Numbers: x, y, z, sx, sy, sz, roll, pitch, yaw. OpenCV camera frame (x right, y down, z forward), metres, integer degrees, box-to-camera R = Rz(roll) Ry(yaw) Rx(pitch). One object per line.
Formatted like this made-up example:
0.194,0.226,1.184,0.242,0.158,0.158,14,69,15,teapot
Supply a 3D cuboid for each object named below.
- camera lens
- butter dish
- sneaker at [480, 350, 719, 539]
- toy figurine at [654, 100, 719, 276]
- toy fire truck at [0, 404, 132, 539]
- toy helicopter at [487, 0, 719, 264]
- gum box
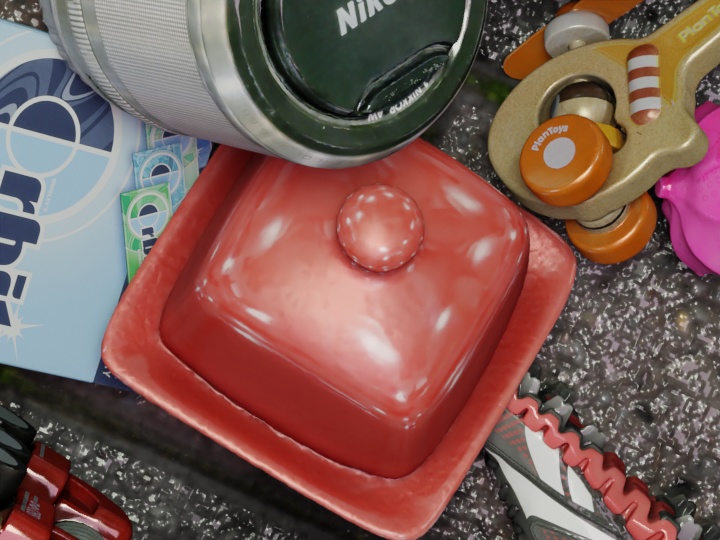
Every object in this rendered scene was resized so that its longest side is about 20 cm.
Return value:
-0.048,-0.138,1.381,0.160,0.200,0.161,-8,104,-33,camera lens
0.000,0.000,1.439,0.200,0.148,0.200,31,68,2,butter dish
0.105,0.124,1.531,0.200,0.071,0.098,44,100,-1,sneaker
0.251,-0.049,1.514,0.184,0.150,0.200,-27,123,13,toy figurine
-0.136,0.146,1.466,0.200,0.176,0.129,32,92,-6,toy fire truck
0.150,-0.109,1.479,0.200,0.132,0.079,-38,140,5,toy helicopter
-0.181,-0.040,1.465,0.200,0.045,0.170,14,95,-35,gum box
